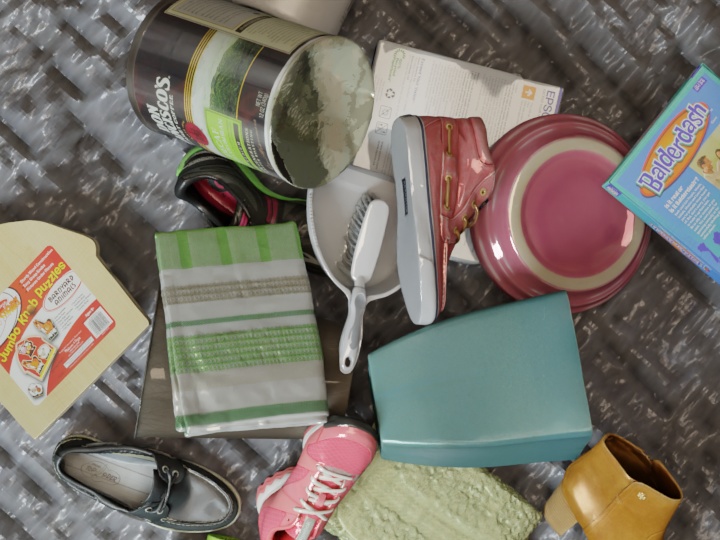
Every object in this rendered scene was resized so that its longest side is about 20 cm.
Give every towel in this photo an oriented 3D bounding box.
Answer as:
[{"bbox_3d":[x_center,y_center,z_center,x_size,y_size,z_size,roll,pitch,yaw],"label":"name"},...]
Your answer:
[{"bbox_3d":[0.070,0.245,1.701,0.199,0.036,0.149,33,87,1],"label":"towel"},{"bbox_3d":[-0.113,0.054,1.590,0.148,0.031,0.202,-3,70,-19],"label":"towel"}]

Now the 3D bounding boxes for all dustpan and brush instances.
[{"bbox_3d":[0.000,0.000,1.634,0.138,0.057,0.202,16,85,-23],"label":"dustpan and brush"}]

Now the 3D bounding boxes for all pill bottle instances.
[{"bbox_3d":[-0.039,-0.333,1.687,0.113,0.114,0.202,26,87,0],"label":"pill bottle"}]

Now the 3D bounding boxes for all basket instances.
[{"bbox_3d":[-0.112,0.097,1.656,0.198,0.137,0.182,10,52,-6],"label":"basket"}]

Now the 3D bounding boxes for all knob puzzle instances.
[{"bbox_3d":[-0.329,0.038,1.700,0.217,0.030,0.222,1,93,16],"label":"knob puzzle"}]

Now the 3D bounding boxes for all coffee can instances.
[{"bbox_3d":[-0.106,-0.177,1.619,0.199,0.146,0.148,22,87,36],"label":"coffee can"}]

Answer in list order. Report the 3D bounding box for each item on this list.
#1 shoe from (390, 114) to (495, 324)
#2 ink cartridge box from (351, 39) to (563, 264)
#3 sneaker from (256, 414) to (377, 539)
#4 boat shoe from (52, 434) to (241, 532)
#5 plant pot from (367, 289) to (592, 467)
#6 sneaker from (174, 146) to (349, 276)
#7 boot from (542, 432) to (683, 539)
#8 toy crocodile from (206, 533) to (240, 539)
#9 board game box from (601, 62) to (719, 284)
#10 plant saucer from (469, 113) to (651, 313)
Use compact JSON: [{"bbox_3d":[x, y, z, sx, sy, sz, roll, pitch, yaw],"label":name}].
[{"bbox_3d":[0.085,-0.051,1.617,0.090,0.071,0.203,-3,85,-17],"label":"shoe"},{"bbox_3d":[0.089,-0.114,1.715,0.198,0.041,0.202,14,88,-4],"label":"ink cartridge box"},{"bbox_3d":[-0.040,0.217,1.626,0.073,0.200,0.087,22,45,-17],"label":"sneaker"},{"bbox_3d":[-0.216,0.214,1.682,0.198,0.066,0.075,24,87,0],"label":"boat shoe"},{"bbox_3d":[0.109,0.117,1.640,0.198,0.141,0.143,-8,74,-2],"label":"plant pot"},{"bbox_3d":[-0.102,-0.046,1.679,0.199,0.084,0.077,30,129,4],"label":"sneaker"},{"bbox_3d":[0.279,0.261,1.649,0.201,0.144,0.071,43,48,5],"label":"boot"},{"bbox_3d":[-0.107,0.311,1.682,0.198,0.062,0.068,17,87,0],"label":"toy crocodile"},{"bbox_3d":[0.360,-0.079,1.645,0.200,0.045,0.152,40,88,2],"label":"board game box"},{"bbox_3d":[0.208,-0.057,1.684,0.198,0.051,0.203,0,91,-18],"label":"plant saucer"}]
